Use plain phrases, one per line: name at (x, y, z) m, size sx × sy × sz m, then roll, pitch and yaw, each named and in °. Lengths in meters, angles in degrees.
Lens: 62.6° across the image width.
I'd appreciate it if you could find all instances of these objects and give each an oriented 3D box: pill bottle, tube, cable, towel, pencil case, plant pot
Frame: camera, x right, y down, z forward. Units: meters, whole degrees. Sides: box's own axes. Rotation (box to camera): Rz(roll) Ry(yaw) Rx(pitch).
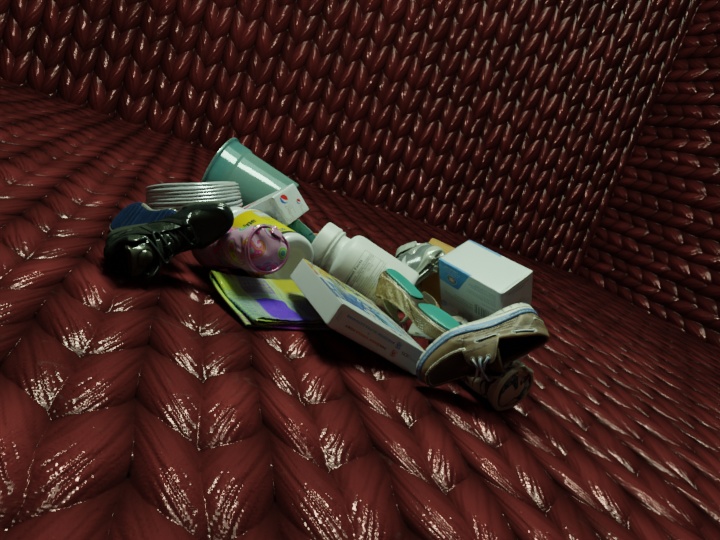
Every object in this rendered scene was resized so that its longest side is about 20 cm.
pill bottle at (-0.188, -0.047, 1.107) m, size 0.112 × 0.113 × 0.200 m, roll 7°, pitch 17°, yaw -48°
tube at (-0.154, -0.071, 1.243) m, size 0.077 × 0.050 × 0.200 m, roll 39°, pitch -22°, yaw -29°
cable at (-0.351, -0.150, 1.251) m, size 0.200 × 0.069 × 0.200 m, roll -5°, pitch 8°, yaw -3°
towel at (-0.132, 0.048, 0.955) m, size 0.200 × 0.023 × 0.144 m, roll 8°, pitch 26°, yaw -47°
pencil case at (-0.204, -0.039, 0.978) m, size 0.087 × 0.088 × 0.200 m, roll 10°, pitch -3°, yaw -41°
pencil case at (0.191, 0.143, 0.955) m, size 0.078 × 0.090 × 0.200 m, roll 12°, pitch 15°, yaw -33°
plant pot at (-0.271, -0.195, 1.476) m, size 0.196 × 0.200 × 0.200 m, roll 28°, pitch 12°, yaw -1°
pill bottle at (0.000, 0.000, 1.123) m, size 0.200 × 0.114 × 0.114 m, roll 34°, pitch 13°, yaw 4°

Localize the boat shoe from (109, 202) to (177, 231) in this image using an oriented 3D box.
boat shoe at (-0.355, -0.064, 1.012) m, size 0.200 × 0.072 × 0.072 m, roll 13°, pitch -28°, yaw 41°

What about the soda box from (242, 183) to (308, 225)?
soda box at (-0.199, -0.113, 1.219) m, size 0.200 × 0.064 × 0.068 m, roll -14°, pitch 22°, yaw 47°

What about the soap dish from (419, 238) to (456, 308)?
soap dish at (0.210, 0.037, 1.330) m, size 0.081 × 0.158 × 0.200 m, roll -15°, pitch 34°, yaw -42°

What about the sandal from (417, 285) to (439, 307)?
sandal at (0.105, 0.057, 1.303) m, size 0.212 × 0.078 × 0.070 m, roll 43°, pitch -7°, yaw 46°

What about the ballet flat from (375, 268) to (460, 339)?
ballet flat at (0.093, 0.073, 0.996) m, size 0.070 × 0.065 × 0.200 m, roll 11°, pitch 24°, yaw -42°

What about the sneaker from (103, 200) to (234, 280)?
sneaker at (-0.282, -0.041, 0.878) m, size 0.199 × 0.076 × 0.114 m, roll -16°, pitch 29°, yaw -8°

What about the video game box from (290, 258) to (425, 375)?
video game box at (-0.006, 0.070, 0.946) m, size 0.182 × 0.047 × 0.200 m, roll 36°, pitch 3°, yaw -30°

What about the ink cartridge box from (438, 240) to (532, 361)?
ink cartridge box at (0.221, 0.068, 1.054) m, size 0.085 × 0.200 × 0.144 m, roll -30°, pitch 42°, yaw -27°

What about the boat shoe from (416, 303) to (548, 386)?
boat shoe at (0.176, 0.116, 0.854) m, size 0.072 × 0.200 × 0.072 m, roll 63°, pitch -4°, yaw -37°

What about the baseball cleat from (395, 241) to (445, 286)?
baseball cleat at (0.087, 0.006, 1.265) m, size 0.200 × 0.070 × 0.106 m, roll -31°, pitch 36°, yaw -22°
